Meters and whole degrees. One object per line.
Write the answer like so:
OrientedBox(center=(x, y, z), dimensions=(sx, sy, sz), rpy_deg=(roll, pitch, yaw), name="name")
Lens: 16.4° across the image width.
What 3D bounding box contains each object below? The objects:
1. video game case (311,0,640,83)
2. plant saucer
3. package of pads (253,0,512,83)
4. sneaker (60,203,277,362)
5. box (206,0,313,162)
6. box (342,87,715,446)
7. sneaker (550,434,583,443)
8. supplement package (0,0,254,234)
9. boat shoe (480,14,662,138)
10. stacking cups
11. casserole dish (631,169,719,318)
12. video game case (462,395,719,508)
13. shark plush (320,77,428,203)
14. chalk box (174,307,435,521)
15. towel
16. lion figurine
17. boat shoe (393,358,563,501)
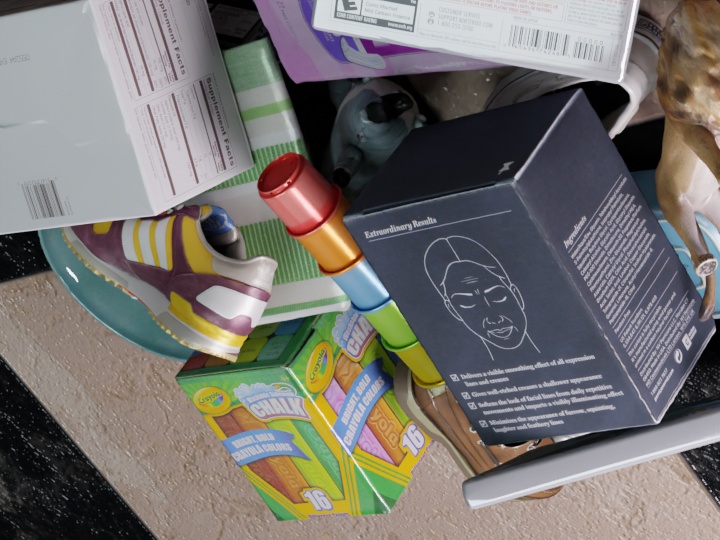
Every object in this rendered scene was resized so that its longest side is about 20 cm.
OrientedBox(center=(0.078, -0.214, 1.512), dimensions=(0.200, 0.022, 0.183), rpy_deg=(11, 121, 5), name="video game case")
OrientedBox(center=(-0.170, -0.009, 2.028), dimensions=(0.200, 0.036, 0.200), rpy_deg=(21, 141, 18), name="plant saucer")
OrientedBox(center=(0.019, -0.189, 1.635), dimensions=(0.200, 0.076, 0.121), rpy_deg=(0, 131, 39), name="package of pads")
OrientedBox(center=(-0.133, -0.016, 1.783), dimensions=(0.200, 0.090, 0.075), rpy_deg=(37, -171, 37), name="sneaker")
OrientedBox(center=(-0.142, -0.137, 1.847), dimensions=(0.200, 0.050, 0.158), rpy_deg=(14, 139, 28), name="box")
OrientedBox(center=(0.111, 0.001, 1.627), dimensions=(0.148, 0.107, 0.200), rpy_deg=(-11, 121, 41), name="box")
OrientedBox(center=(0.146, 0.053, 1.800), dimensions=(0.088, 0.074, 0.200), rpy_deg=(-26, 140, 14), name="sneaker")
OrientedBox(center=(-0.200, -0.118, 1.749), dimensions=(0.200, 0.111, 0.156), rpy_deg=(-5, 107, 41), name="supplement package")
OrientedBox(center=(0.132, -0.099, 1.653), dimensions=(0.072, 0.066, 0.200), rpy_deg=(45, 143, -13), name="boat shoe")
OrientedBox(center=(0.000, 0.000, 1.710), dimensions=(0.060, 0.061, 0.200), rpy_deg=(-12, 133, 46), name="stacking cups")
OrientedBox(center=(0.201, -0.010, 1.724), dimensions=(0.200, 0.039, 0.121), rpy_deg=(-6, 128, 42), name="casserole dish")
OrientedBox(center=(0.187, 0.116, 1.706), dimensions=(0.200, 0.182, 0.022), rpy_deg=(-17, 87, 19), name="video game case")
OrientedBox(center=(0.011, -0.084, 1.704), dimensions=(0.091, 0.083, 0.200), rpy_deg=(37, 173, -12), name="shark plush")
OrientedBox(center=(-0.044, 0.077, 1.894), dimensions=(0.125, 0.124, 0.200), rpy_deg=(-10, 125, 43), name="chalk box")
OrientedBox(center=(-0.082, -0.058, 1.774), dimensions=(0.152, 0.023, 0.200), rpy_deg=(-11, 103, 44), name="towel")
OrientedBox(center=(0.216, -0.072, 1.578), dimensions=(0.200, 0.072, 0.123), rpy_deg=(103, 147, -46), name="lion figurine")
OrientedBox(center=(0.108, 0.122, 1.887), dimensions=(0.068, 0.072, 0.200), rpy_deg=(-8, 150, 38), name="boat shoe")
